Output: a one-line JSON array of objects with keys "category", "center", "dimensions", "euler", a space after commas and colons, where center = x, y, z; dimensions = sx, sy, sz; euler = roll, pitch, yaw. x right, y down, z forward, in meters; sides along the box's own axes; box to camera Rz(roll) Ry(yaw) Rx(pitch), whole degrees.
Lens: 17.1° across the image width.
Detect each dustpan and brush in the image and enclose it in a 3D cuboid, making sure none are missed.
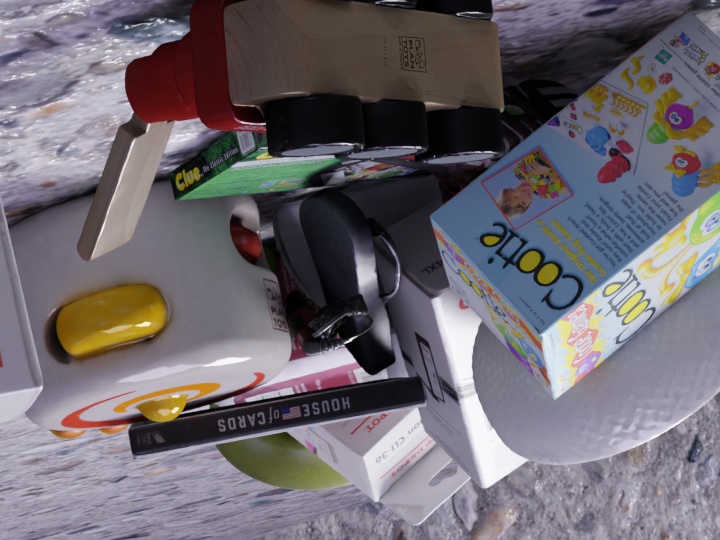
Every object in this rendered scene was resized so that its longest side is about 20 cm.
[{"category": "dustpan and brush", "center": [0.019, 0.020, 1.714], "dimensions": [0.139, 0.200, 0.057], "euler": [-13, -156, -4]}]

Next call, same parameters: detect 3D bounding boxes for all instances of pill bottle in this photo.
[{"category": "pill bottle", "center": [-0.062, 0.045, 1.810], "dimensions": [0.200, 0.114, 0.114], "euler": [-14, 170, 3]}]

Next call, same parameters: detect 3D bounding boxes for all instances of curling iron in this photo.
[{"category": "curling iron", "center": [-0.029, 0.032, 1.589], "dimensions": [0.050, 0.026, 0.200], "euler": [-26, -173, -7]}]

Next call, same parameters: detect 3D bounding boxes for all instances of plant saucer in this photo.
[{"category": "plant saucer", "center": [-0.033, 0.089, 1.950], "dimensions": [0.200, 0.200, 0.031], "euler": [-14, 139, 1]}]

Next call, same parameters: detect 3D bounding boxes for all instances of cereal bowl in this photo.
[{"category": "cereal bowl", "center": [0.152, 0.026, 1.512], "dimensions": [0.200, 0.083, 0.200], "euler": [-29, -154, 16]}]

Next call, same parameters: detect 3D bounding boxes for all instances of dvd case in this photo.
[{"category": "dvd case", "center": [-0.060, 0.100, 1.656], "dimensions": [0.200, 0.025, 0.150], "euler": [-10, 178, -5]}]

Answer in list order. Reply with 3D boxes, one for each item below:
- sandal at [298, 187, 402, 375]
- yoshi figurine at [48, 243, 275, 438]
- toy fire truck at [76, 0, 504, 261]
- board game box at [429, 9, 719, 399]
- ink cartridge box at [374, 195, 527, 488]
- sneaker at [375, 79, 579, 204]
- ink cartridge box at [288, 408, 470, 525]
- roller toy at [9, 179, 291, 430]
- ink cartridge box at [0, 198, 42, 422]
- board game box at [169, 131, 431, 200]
[{"category": "sandal", "center": [0.000, 0.000, 1.595], "dimensions": [0.043, 0.076, 0.200], "euler": [-32, 156, -11]}, {"category": "yoshi figurine", "center": [-0.128, 0.062, 1.702], "dimensions": [0.200, 0.113, 0.112], "euler": [-36, 124, 24]}, {"category": "toy fire truck", "center": [-0.047, -0.078, 1.211], "dimensions": [0.200, 0.129, 0.176], "euler": [-7, 176, 38]}, {"category": "board game box", "center": [0.154, -0.038, 1.412], "dimensions": [0.200, 0.105, 0.103], "euler": [-38, 155, -9]}, {"category": "ink cartridge box", "center": [0.104, 0.031, 1.670], "dimensions": [0.146, 0.084, 0.200], "euler": [-31, 134, -16]}, {"category": "sneaker", "center": [0.059, -0.050, 1.444], "dimensions": [0.200, 0.076, 0.116], "euler": [-4, 129, -41]}, {"category": "ink cartridge box", "center": [0.008, 0.097, 1.867], "dimensions": [0.116, 0.200, 0.068], "euler": [-41, 144, -20]}, {"category": "roller toy", "center": [-0.140, 0.029, 1.555], "dimensions": [0.182, 0.140, 0.200], "euler": [-8, 167, -32]}, {"category": "ink cartridge box", "center": [-0.289, 0.023, 1.313], "dimensions": [0.200, 0.146, 0.085], "euler": [-9, 168, -25]}, {"category": "board game box", "center": [-0.009, -0.075, 1.496], "dimensions": [0.200, 0.024, 0.105], "euler": [-7, 170, -37]}]
